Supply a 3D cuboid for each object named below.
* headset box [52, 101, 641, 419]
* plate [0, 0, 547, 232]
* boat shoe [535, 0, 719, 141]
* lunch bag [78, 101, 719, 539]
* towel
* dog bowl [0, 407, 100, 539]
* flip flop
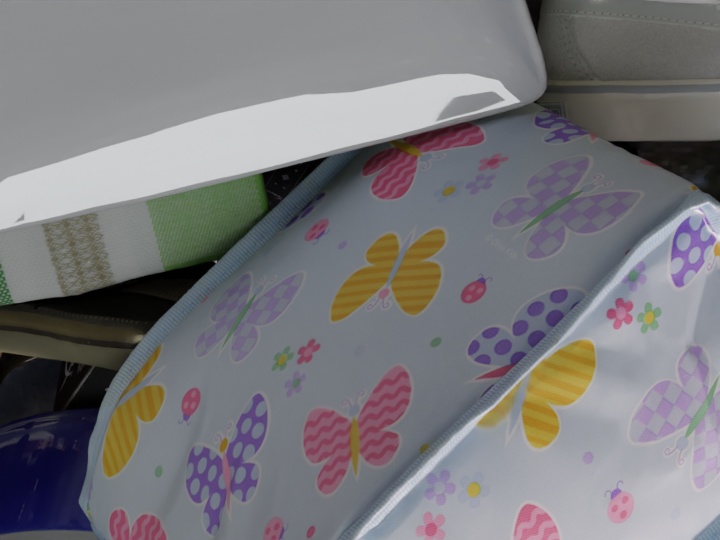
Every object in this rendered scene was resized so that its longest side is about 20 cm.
[{"bbox_3d":[0.000,0.000,1.078,0.148,0.077,0.200,25,122,-16],"label":"headset box"},{"bbox_3d":[-0.055,-0.082,0.850,0.199,0.032,0.200,-13,153,5],"label":"plate"},{"bbox_3d":[0.153,-0.082,1.001,0.199,0.072,0.069,-4,96,-8],"label":"boat shoe"},{"bbox_3d":[0.020,0.053,0.923,0.200,0.169,0.127,-42,121,-11],"label":"lunch bag"},{"bbox_3d":[-0.135,-0.050,0.944,0.199,0.031,0.150,-10,129,1],"label":"towel"},{"bbox_3d":[-0.077,0.141,1.109,0.199,0.079,0.201,8,141,6],"label":"dog bowl"},{"bbox_3d":[-0.119,0.016,1.044,0.199,0.081,0.058,12,123,39],"label":"flip flop"}]
